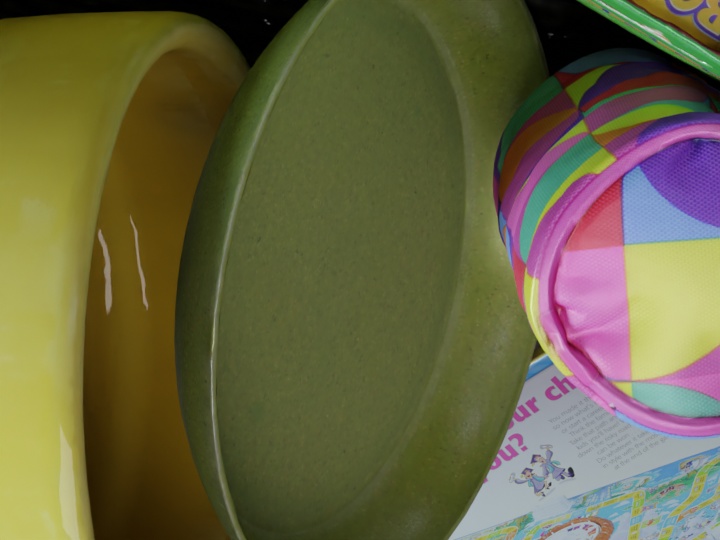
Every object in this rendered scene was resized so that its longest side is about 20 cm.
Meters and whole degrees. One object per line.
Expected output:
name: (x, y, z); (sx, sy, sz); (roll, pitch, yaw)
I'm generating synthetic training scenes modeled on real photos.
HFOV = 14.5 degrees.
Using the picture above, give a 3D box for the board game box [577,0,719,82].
board game box: (0.070, -0.078, 0.749); (0.095, 0.200, 0.030); (30, 99, -6)

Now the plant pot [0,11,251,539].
plant pot: (-0.133, 0.027, 0.833); (0.188, 0.201, 0.202); (0, 127, 17)

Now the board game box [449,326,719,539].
board game box: (0.070, 0.077, 0.966); (0.199, 0.034, 0.135); (-33, 121, 18)

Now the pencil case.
pencil case: (0.083, -0.012, 0.772); (0.088, 0.200, 0.089); (0, 100, -3)

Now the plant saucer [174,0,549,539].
plant saucer: (0.000, 0.000, 0.831); (0.031, 0.200, 0.201); (11, 131, 28)
